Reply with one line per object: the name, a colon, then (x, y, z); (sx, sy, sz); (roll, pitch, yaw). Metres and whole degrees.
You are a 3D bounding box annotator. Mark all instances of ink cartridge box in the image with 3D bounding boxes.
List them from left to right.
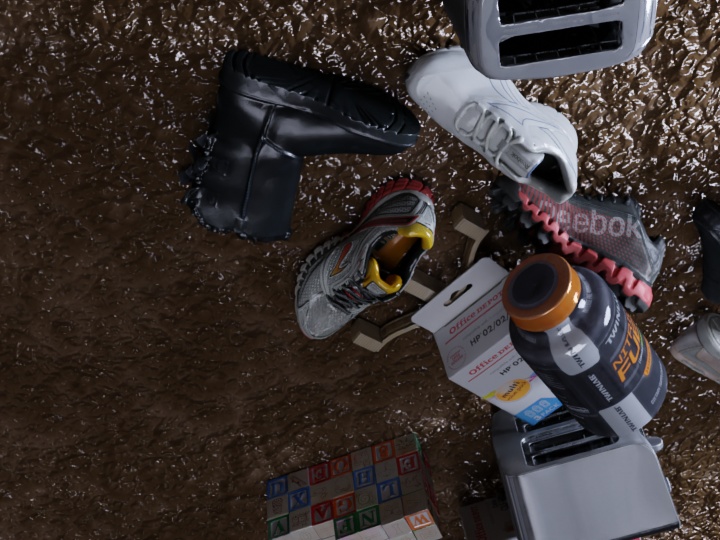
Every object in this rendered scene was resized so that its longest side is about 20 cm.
ink cartridge box: (0.160, 0.080, 1.081); (0.115, 0.068, 0.199); (-40, 132, 23)
ink cartridge box: (0.227, 0.321, 1.238); (0.197, 0.145, 0.085); (-18, 97, 2)

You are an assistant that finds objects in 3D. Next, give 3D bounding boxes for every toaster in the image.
toaster: (0.142, -0.226, 0.805); (0.196, 0.130, 0.115); (-8, 130, -1)
toaster: (0.238, 0.225, 1.143); (0.197, 0.181, 0.121); (-17, 103, 7)

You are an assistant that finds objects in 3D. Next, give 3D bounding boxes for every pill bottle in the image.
pill bottle: (0.209, 0.068, 0.972); (0.105, 0.107, 0.200); (-31, 131, 17)

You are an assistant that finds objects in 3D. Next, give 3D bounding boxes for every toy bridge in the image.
toy bridge: (0.068, 0.019, 1.063); (0.067, 0.027, 0.200); (25, 122, -26)

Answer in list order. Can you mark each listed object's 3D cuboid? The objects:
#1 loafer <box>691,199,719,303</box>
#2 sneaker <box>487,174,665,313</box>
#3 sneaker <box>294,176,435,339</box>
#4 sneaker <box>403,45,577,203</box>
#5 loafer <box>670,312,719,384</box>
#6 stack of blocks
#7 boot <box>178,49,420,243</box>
loafer: (0.389, 0.004, 1.066); (0.070, 0.068, 0.201); (-38, 129, 9)
sneaker: (0.219, -0.046, 1.002); (0.199, 0.071, 0.099); (34, 84, -8)
sneaker: (0.000, 0.000, 1.003); (0.077, 0.083, 0.200); (25, 123, -25)
sneaker: (0.126, -0.130, 0.910); (0.198, 0.088, 0.075); (25, 125, -23)
loafer: (0.440, 0.114, 1.173); (0.198, 0.073, 0.063); (31, 136, -23)
stack of blocks: (-0.010, 0.284, 1.213); (0.197, 0.116, 0.059); (-20, 130, 9)
boot: (-0.061, -0.097, 0.922); (0.195, 0.074, 0.164); (15, 124, -10)
